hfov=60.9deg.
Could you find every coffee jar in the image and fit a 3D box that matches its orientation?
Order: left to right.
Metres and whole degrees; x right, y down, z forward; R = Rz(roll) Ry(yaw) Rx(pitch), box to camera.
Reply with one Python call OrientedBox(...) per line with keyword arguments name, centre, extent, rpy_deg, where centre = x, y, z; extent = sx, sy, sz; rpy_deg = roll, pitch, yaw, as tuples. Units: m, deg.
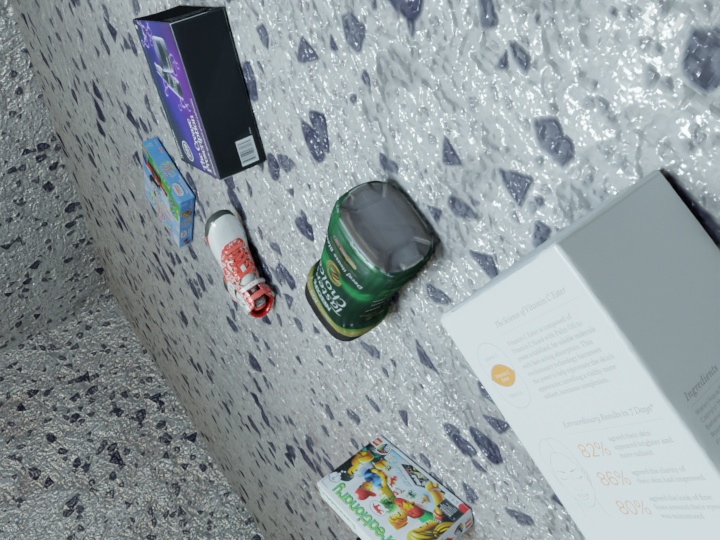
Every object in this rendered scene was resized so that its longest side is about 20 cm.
OrientedBox(name="coffee jar", centre=(0.000, 0.000, 0.665), extent=(0.105, 0.085, 0.200), rpy_deg=(53, 153, 14))

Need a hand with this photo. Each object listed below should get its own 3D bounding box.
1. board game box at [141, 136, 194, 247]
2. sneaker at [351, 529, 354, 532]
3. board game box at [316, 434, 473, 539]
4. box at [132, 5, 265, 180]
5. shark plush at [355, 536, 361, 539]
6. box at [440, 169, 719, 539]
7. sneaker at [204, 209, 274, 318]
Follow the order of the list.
OrientedBox(name="board game box", centre=(-0.399, -0.156, 1.273), extent=(0.152, 0.036, 0.200), rpy_deg=(55, 154, 11))
OrientedBox(name="sneaker", centre=(0.040, 0.400, 1.029), extent=(0.099, 0.075, 0.201), rpy_deg=(26, 141, 18))
OrientedBox(name="board game box", centre=(0.044, 0.327, 0.864), extent=(0.199, 0.125, 0.035), rpy_deg=(26, 139, 48))
OrientedBox(name="box", centre=(-0.215, -0.240, 0.823), extent=(0.141, 0.078, 0.202), rpy_deg=(31, 141, 49))
OrientedBox(name="shark plush", centre=(0.068, 0.490, 1.021), extent=(0.083, 0.091, 0.201), rpy_deg=(-18, 111, 48))
OrientedBox(name="box", centre=(0.173, 0.068, 0.402), extent=(0.201, 0.106, 0.152), rpy_deg=(57, 154, 7))
OrientedBox(name="sneaker", centre=(-0.196, -0.004, 1.032), extent=(0.108, 0.067, 0.203), rpy_deg=(42, 151, 31))
